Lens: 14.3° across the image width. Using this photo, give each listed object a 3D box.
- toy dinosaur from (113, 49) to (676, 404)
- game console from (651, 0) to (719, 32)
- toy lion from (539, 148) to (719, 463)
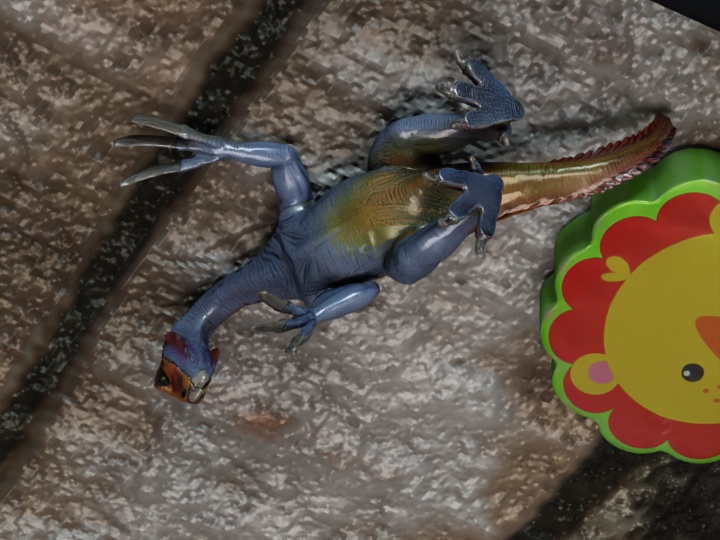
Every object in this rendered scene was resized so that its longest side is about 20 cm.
[{"bbox_3d":[0.000,0.000,1.153,0.200,0.105,0.181,11,148,-27],"label":"toy dinosaur"},{"bbox_3d":[0.151,-0.145,1.012,0.177,0.031,0.200,20,149,-3],"label":"game console"},{"bbox_3d":[0.182,0.013,1.191,0.192,0.069,0.200,37,118,-19],"label":"toy lion"}]
